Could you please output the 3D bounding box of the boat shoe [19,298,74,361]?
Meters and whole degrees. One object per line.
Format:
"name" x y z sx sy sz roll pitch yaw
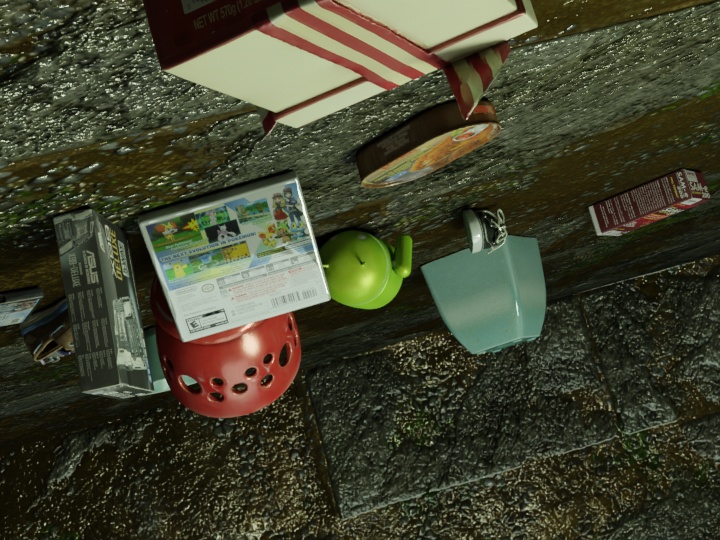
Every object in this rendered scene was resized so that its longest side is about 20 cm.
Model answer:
"boat shoe" -0.421 0.081 1.785 0.198 0.073 0.072 -23 168 34

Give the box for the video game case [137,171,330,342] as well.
"video game case" -0.151 -0.014 1.476 0.197 0.184 0.022 -16 -147 -1

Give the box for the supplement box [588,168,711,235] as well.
"supplement box" 0.543 -0.126 2.261 0.198 0.062 0.108 -24 168 33

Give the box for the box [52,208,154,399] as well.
"box" -0.296 0.043 1.394 0.049 0.203 0.158 -12 170 2

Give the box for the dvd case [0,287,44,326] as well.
"dvd case" -0.544 0.063 1.645 0.198 0.018 0.142 -10 168 -29

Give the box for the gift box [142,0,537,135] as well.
"gift box" -0.019 -0.174 0.648 0.182 0.203 0.186 -14 173 22

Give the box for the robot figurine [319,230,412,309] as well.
"robot figurine" 0.000 0.000 1.896 0.173 0.117 0.200 -6 173 16

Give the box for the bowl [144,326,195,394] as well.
"bowl" -0.346 0.157 2.246 0.198 0.106 0.201 -15 170 -3

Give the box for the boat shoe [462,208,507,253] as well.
"boat shoe" 0.210 -0.065 2.002 0.067 0.075 0.199 -12 171 6

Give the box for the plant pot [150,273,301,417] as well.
"plant pot" -0.190 0.071 1.645 0.198 0.202 0.184 -15 139 -4

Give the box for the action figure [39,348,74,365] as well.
"action figure" -0.416 0.102 1.872 0.198 0.070 0.130 -10 -154 31

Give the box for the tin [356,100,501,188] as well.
"tin" 0.076 -0.149 1.420 0.111 0.042 0.199 -12 170 -46

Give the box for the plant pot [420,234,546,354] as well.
"plant pot" 0.268 0.057 2.421 0.194 0.203 0.196 -21 170 27
